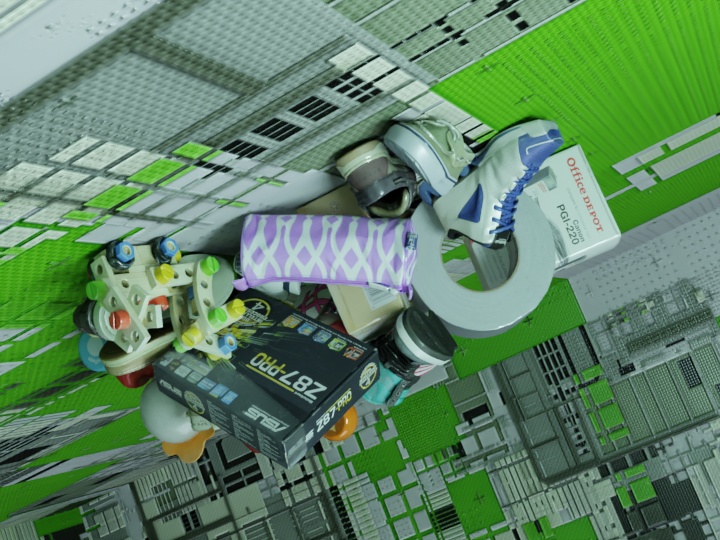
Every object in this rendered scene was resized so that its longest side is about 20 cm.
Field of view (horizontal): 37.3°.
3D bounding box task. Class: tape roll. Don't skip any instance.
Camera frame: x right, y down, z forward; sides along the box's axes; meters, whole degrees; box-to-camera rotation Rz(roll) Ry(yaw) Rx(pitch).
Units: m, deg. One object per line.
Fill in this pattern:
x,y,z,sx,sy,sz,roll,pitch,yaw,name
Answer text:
0.150,-0.017,1.382,0.198,0.203,0.066,-21,169,-6,tape roll

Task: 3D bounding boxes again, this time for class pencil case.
-0.032,-0.015,1.134,0.196,0.087,0.084,3,161,12,pencil case

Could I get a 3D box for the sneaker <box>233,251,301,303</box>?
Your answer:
-0.110,-0.003,1.303,0.079,0.078,0.200,3,172,-3,sneaker

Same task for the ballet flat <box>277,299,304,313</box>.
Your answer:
-0.111,0.061,1.403,0.066,0.068,0.200,-5,-168,-19,ballet flat

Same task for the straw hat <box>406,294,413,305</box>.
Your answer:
0.088,0.031,1.500,0.201,0.085,0.202,-45,158,-24,straw hat

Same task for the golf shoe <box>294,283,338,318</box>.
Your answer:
-0.070,0.047,1.591,0.201,0.092,0.072,-50,161,14,golf shoe

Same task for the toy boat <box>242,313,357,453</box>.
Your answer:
-0.058,0.152,1.271,0.199,0.130,0.132,-31,152,-41,toy boat

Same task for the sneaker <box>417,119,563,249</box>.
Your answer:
0.170,-0.092,1.288,0.198,0.117,0.080,-30,168,33,sneaker

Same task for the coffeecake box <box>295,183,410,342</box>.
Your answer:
0.000,0.000,1.273,0.072,0.155,0.200,-25,170,3,coffeecake box

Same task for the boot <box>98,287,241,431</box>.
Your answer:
-0.207,0.122,1.249,0.071,0.157,0.199,12,-153,39,boot

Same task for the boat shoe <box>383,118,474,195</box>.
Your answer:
0.073,-0.126,1.090,0.062,0.072,0.200,-49,170,6,boat shoe

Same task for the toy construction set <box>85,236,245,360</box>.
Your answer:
-0.202,0.033,1.068,0.091,0.133,0.199,-26,169,20,toy construction set

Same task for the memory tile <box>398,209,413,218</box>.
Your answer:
0.045,0.002,1.507,0.202,0.017,0.153,-60,160,18,memory tile

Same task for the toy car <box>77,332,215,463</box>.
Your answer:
-0.228,0.142,1.367,0.175,0.203,0.184,-26,170,19,toy car

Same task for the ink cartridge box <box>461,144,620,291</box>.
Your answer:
0.243,-0.066,1.492,0.197,0.148,0.085,-23,168,0,ink cartridge box

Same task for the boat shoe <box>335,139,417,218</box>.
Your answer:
0.025,-0.087,1.142,0.071,0.066,0.200,-24,170,8,boat shoe

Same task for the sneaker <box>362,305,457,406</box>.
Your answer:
0.039,0.101,1.216,0.120,0.084,0.200,-38,169,8,sneaker

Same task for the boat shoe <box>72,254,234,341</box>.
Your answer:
-0.225,0.026,1.179,0.060,0.073,0.200,0,-167,39,boat shoe

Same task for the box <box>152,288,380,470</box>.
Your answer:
-0.102,0.110,1.161,0.161,0.198,0.050,-41,141,-34,box
